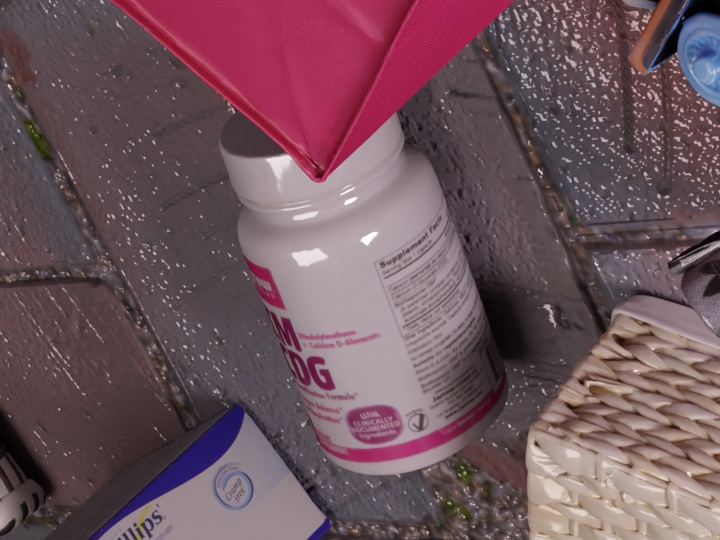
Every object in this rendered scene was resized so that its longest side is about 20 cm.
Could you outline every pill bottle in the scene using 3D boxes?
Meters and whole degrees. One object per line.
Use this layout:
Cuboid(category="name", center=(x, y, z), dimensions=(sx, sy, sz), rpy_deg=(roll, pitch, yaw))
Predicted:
Cuboid(category="pill bottle", center=(0.000, 0.000, 1.358), dimensions=(0.113, 0.113, 0.201), rpy_deg=(5, 126, 42))

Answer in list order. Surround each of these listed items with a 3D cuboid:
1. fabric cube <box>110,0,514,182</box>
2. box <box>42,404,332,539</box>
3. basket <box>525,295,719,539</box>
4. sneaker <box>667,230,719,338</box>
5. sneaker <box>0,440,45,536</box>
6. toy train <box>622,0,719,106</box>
Cuboid(category="fabric cube", center=(-0.003, -0.202, 1.105), dimensions=(0.196, 0.199, 0.200), rpy_deg=(40, 143, 6))
Cuboid(category="box", center=(-0.150, 0.202, 1.630), dimensions=(0.105, 0.184, 0.200), rpy_deg=(51, 143, -4))
Cuboid(category="basket", center=(0.190, 0.122, 1.273), dimensions=(0.199, 0.123, 0.136), rpy_deg=(22, 136, 30))
Cuboid(category="sneaker", center=(0.190, -0.022, 1.099), dimensions=(0.076, 0.113, 0.200), rpy_deg=(59, -178, 35))
Cuboid(category="sneaker", center=(-0.324, 0.141, 1.850), dimensions=(0.199, 0.076, 0.116), rpy_deg=(-13, 109, 38))
Cuboid(category="toy train", center=(0.169, -0.159, 1.077), dimensions=(0.114, 0.087, 0.200), rpy_deg=(47, 146, 15))
